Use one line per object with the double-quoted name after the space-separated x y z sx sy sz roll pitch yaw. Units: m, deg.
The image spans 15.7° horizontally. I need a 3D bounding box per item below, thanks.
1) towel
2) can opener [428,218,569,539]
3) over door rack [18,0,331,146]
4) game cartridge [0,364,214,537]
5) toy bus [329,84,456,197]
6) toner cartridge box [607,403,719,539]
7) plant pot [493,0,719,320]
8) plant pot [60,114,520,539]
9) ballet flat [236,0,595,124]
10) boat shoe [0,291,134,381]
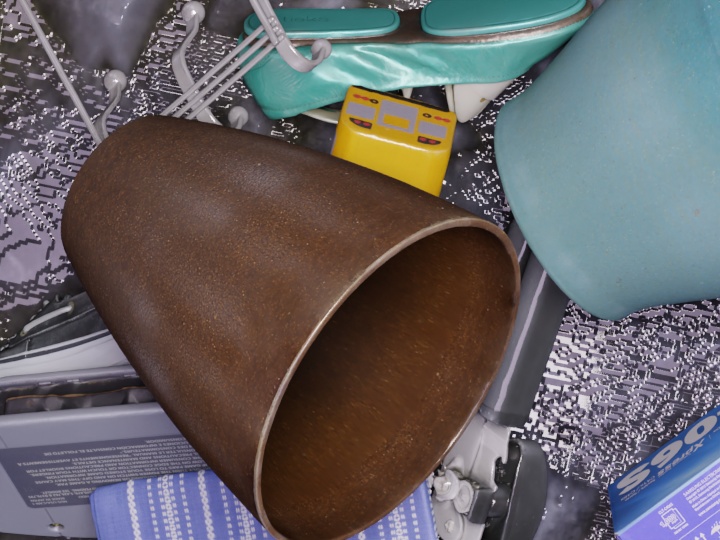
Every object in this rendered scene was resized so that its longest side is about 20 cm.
-0.047 0.176 1.431 0.198 0.024 0.146 -9 95 16 "towel"
0.086 0.067 1.486 0.066 0.053 0.202 4 107 -34 "can opener"
-0.119 -0.158 1.412 0.147 0.067 0.201 -37 86 30 "over door rack"
-0.128 0.102 1.455 0.198 0.133 0.042 -5 58 11 "game cartridge"
0.000 0.000 1.434 0.065 0.078 0.201 14 118 -1 "toy bus"
0.230 0.092 1.456 0.200 0.095 0.043 -37 99 9 "toner cartridge box"
0.180 -0.073 1.376 0.187 0.200 0.201 -28 101 27 "plant pot"
-0.053 0.007 1.322 0.200 0.186 0.188 35 104 31 "plant pot"
0.032 -0.115 1.438 0.198 0.067 0.071 -5 118 6 "ballet flat"
-0.160 0.050 1.475 0.199 0.071 0.072 -17 140 25 "boat shoe"
